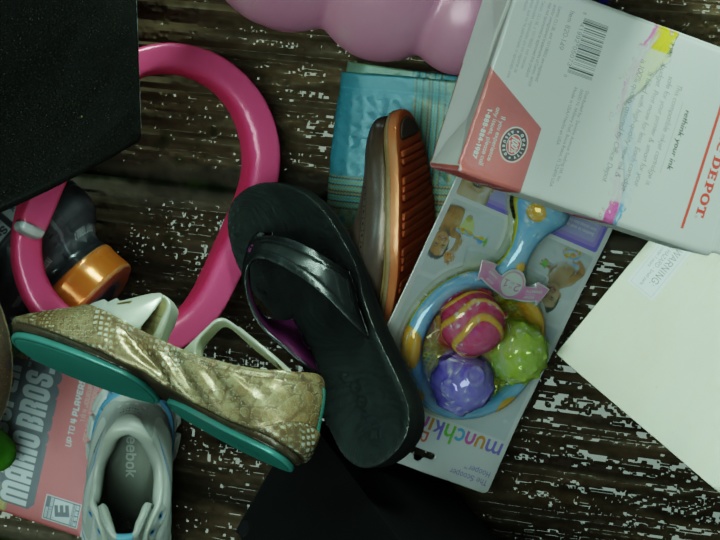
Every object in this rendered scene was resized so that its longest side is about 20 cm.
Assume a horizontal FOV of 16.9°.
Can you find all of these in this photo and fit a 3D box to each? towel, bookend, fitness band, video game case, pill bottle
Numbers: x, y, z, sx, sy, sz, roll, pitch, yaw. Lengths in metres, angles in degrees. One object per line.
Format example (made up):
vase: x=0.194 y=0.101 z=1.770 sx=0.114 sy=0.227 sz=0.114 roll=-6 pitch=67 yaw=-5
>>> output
towel: x=0.048 y=-0.023 z=1.487 sx=0.146 sy=0.022 sz=0.200 roll=9 pitch=101 yaw=16
bookend: x=0.058 y=0.196 z=1.461 sx=0.092 sy=0.198 sz=0.200 roll=-60 pitch=36 yaw=14
fitness band: x=-0.129 y=-0.042 z=1.473 sx=0.143 sy=0.037 sz=0.200 roll=27 pitch=78 yaw=-17
video game case: x=-0.251 y=0.079 z=1.584 sx=0.200 sy=0.017 sz=0.143 roll=16 pitch=101 yaw=13
pill bottle: x=-0.240 y=-0.038 z=1.520 sx=0.200 sy=0.106 sz=0.106 roll=40 pitch=105 yaw=6

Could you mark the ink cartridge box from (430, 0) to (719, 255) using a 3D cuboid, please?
ink cartridge box: x=0.155 y=-0.081 z=1.381 sx=0.200 sy=0.067 sz=0.117 roll=19 pitch=90 yaw=-14

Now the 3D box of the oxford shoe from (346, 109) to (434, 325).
oxford shoe: x=0.000 y=0.000 z=1.458 sx=0.073 sy=0.071 sz=0.200 roll=9 pitch=102 yaw=19

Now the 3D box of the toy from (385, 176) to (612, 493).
toy: x=0.079 y=0.032 z=1.428 sx=0.115 sy=0.047 sz=0.200 roll=22 pitch=94 yaw=-28

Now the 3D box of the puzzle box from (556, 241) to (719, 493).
puzzle box: x=0.229 y=0.017 z=1.437 sx=0.133 sy=0.025 sz=0.200 roll=41 pitch=105 yaw=8

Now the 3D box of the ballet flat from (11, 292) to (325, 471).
ballet flat: x=-0.107 y=0.052 z=1.407 sx=0.200 sy=0.071 sz=0.065 roll=23 pitch=75 yaw=14

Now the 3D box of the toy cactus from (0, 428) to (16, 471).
toy cactus: x=-0.284 y=0.050 z=1.510 sx=0.200 sy=0.102 sz=0.165 roll=55 pitch=145 yaw=-5

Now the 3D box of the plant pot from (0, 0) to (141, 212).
plant pot: x=-0.224 y=-0.151 z=1.372 sx=0.177 sy=0.200 sz=0.200 roll=-10 pitch=130 yaw=-14

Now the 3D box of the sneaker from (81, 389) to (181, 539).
sneaker: x=-0.150 y=0.174 z=1.524 sx=0.075 sy=0.087 sz=0.200 roll=-2 pitch=103 yaw=-1

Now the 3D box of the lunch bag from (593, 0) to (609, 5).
lunch bag: x=0.110 y=-0.229 z=1.348 sx=0.094 sy=0.200 sz=0.151 roll=-35 pitch=86 yaw=16

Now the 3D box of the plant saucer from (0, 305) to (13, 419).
plant saucer: x=-0.302 y=0.037 z=1.451 sx=0.200 sy=0.034 sz=0.201 roll=11 pitch=119 yaw=21

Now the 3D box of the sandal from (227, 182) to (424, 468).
sandal: x=-0.027 y=0.024 z=1.414 sx=0.075 sy=0.048 sz=0.201 roll=-46 pitch=59 yaw=26

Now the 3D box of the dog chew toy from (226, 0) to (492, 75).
dog chew toy: x=0.008 y=-0.181 z=1.430 sx=0.200 sy=0.125 sz=0.125 roll=27 pitch=103 yaw=2
